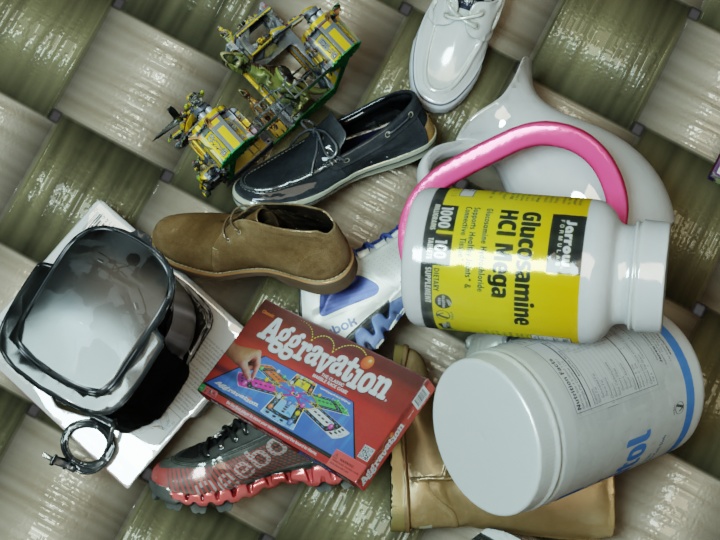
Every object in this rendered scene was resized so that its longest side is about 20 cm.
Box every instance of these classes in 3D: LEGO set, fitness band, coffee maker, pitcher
[{"bbox_3d":[-0.104,-0.176,1.122,0.200,0.154,0.116,-44,88,-6],"label":"LEGO set"},{"bbox_3d":[0.127,-0.040,1.054,0.199,0.037,0.145,-26,91,15],"label":"fitness band"},{"bbox_3d":[-0.206,0.073,1.023,0.133,0.200,0.194,7,81,2],"label":"coffee maker"},{"bbox_3d":[0.163,-0.069,1.112,0.171,0.121,0.200,-41,77,-19],"label":"pitcher"}]

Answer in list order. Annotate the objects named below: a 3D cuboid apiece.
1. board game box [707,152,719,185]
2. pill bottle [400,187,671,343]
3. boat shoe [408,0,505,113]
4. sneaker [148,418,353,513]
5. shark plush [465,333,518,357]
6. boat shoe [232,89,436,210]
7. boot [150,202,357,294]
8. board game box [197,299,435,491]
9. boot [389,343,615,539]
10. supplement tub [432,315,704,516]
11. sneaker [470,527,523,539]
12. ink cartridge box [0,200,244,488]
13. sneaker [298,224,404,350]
[{"bbox_3d":[0.422,-0.147,1.168,0.119,0.032,0.201,28,85,9],"label":"board game box"},{"bbox_3d":[0.138,-0.003,0.979,0.198,0.112,0.114,5,83,15],"label":"pill bottle"},{"bbox_3d":[0.096,-0.248,1.168,0.073,0.065,0.202,17,83,3],"label":"boat shoe"},{"bbox_3d":[-0.093,0.153,1.109,0.198,0.071,0.099,-11,109,-2],"label":"sneaker"},{"bbox_3d":[0.141,0.080,1.093,0.084,0.090,0.200,54,47,-16],"label":"shark plush"},{"bbox_3d":[-0.027,-0.111,1.143,0.198,0.063,0.075,-22,40,-5],"label":"boat shoe"},{"bbox_3d":[-0.101,-0.035,1.095,0.198,0.076,0.074,7,54,22],"label":"boot"},{"bbox_3d":[-0.041,0.099,1.050,0.199,0.019,0.103,23,68,40],"label":"board game box"},{"bbox_3d":[0.123,0.152,1.123,0.198,0.066,0.177,-1,90,0],"label":"boot"},{"bbox_3d":[0.173,0.111,1.026,0.199,0.132,0.133,-15,81,-34],"label":"supplement tub"},{"bbox_3d":[0.140,0.301,1.042,0.086,0.081,0.200,-31,47,-20],"label":"sneaker"},{"bbox_3d":[-0.221,0.067,1.147,0.200,0.045,0.176,41,85,6],"label":"ink cartridge box"},{"bbox_3d":[0.000,0.001,1.132,0.115,0.081,0.200,38,87,3],"label":"sneaker"}]
